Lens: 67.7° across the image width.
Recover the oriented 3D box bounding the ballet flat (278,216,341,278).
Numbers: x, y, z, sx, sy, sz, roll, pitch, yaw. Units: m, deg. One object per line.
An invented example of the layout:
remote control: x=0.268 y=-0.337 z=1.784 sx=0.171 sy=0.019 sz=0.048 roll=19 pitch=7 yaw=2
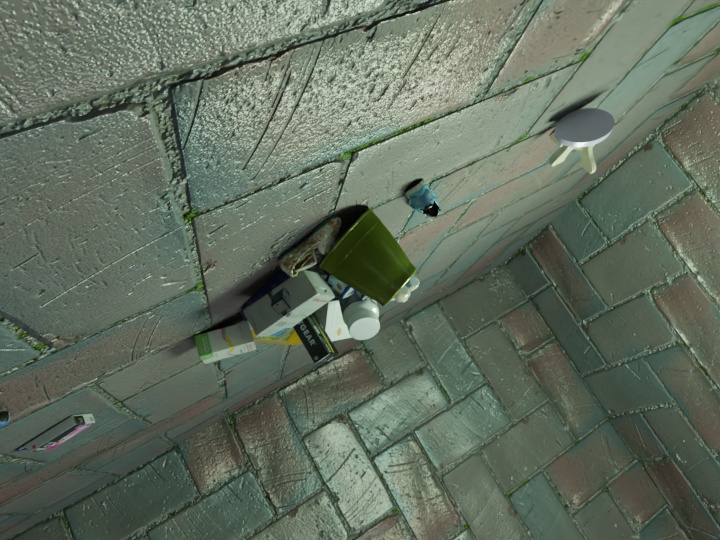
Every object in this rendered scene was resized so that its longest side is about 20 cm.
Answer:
ballet flat: x=-0.114 y=-0.052 z=1.325 sx=0.200 sy=0.064 sz=0.076 roll=-37 pitch=165 yaw=19

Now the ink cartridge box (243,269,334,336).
ink cartridge box: x=-0.187 y=0.090 z=1.438 sx=0.200 sy=0.086 sz=0.146 roll=-36 pitch=166 yaw=10

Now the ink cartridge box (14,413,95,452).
ink cartridge box: x=-0.900 y=0.489 z=1.587 sx=0.199 sy=0.037 sz=0.095 roll=-30 pitch=166 yaw=0

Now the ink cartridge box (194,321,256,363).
ink cartridge box: x=-0.374 y=0.208 z=1.581 sx=0.199 sy=0.068 sz=0.117 roll=-15 pitch=163 yaw=-12

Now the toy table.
toy table: x=0.658 y=-0.392 z=1.616 sx=0.199 sy=0.185 sz=0.117 roll=-16 pitch=147 yaw=-13

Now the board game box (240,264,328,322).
board game box: x=-0.217 y=0.063 z=1.550 sx=0.200 sy=0.044 sz=0.199 roll=-41 pitch=163 yaw=33

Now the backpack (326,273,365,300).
backpack: x=0.000 y=0.000 z=1.543 sx=0.190 sy=0.154 sz=0.200 roll=-35 pitch=166 yaw=-6

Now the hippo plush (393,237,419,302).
hippo plush: x=0.080 y=0.030 z=1.795 sx=0.159 sy=0.201 sz=0.161 roll=-23 pitch=171 yaw=-29

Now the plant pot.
plant pot: x=0.032 y=-0.018 z=1.367 sx=0.201 sy=0.193 sz=0.200 roll=-48 pitch=179 yaw=-1

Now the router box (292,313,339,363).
router box: x=-0.147 y=0.178 z=1.592 sx=0.052 sy=0.201 sz=0.157 roll=-33 pitch=167 yaw=3

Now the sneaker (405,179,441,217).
sneaker: x=0.178 y=-0.176 z=1.472 sx=0.078 sy=0.090 sz=0.200 roll=-34 pitch=167 yaw=12

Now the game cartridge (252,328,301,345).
game cartridge: x=-0.266 y=0.201 z=1.770 sx=0.199 sy=0.033 sz=0.176 roll=9 pitch=149 yaw=-22

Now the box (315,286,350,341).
box: x=-0.059 y=0.140 z=1.815 sx=0.199 sy=0.106 sz=0.153 roll=-6 pitch=114 yaw=-34

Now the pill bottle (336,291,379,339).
pill bottle: x=-0.007 y=0.107 z=1.641 sx=0.113 sy=0.201 sz=0.114 roll=-7 pitch=132 yaw=-8

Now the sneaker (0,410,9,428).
sneaker: x=-0.849 y=0.383 z=1.194 sx=0.199 sy=0.089 sz=0.078 roll=-35 pitch=167 yaw=14
